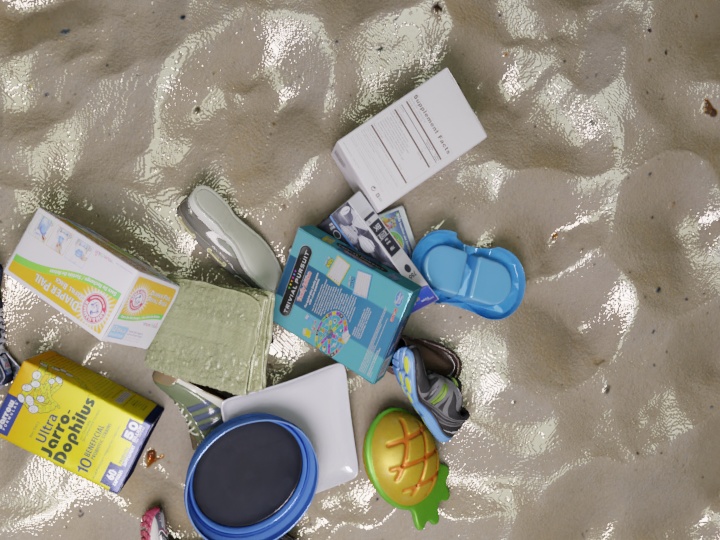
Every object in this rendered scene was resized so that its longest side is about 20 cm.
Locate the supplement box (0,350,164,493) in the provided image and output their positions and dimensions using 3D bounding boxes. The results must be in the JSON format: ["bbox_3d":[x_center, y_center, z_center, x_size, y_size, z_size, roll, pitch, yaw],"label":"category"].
[{"bbox_3d":[-0.403,0.215,1.002,0.197,0.109,0.111,28,87,-7],"label":"supplement box"}]

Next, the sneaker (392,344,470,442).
[{"bbox_3d":[0.109,0.177,1.052,0.082,0.071,0.201,-36,124,-5],"label":"sneaker"}]

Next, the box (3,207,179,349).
[{"bbox_3d":[-0.372,0.012,0.966,0.197,0.112,0.103,29,87,19],"label":"box"}]

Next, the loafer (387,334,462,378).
[{"bbox_3d":[0.069,0.138,1.083,0.195,0.071,0.075,15,89,-8],"label":"loafer"}]

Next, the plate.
[{"bbox_3d":[-0.105,0.253,1.049,0.196,0.032,0.205,-15,109,-22],"label":"plate"}]

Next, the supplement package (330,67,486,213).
[{"bbox_3d":[0.069,-0.191,1.053,0.198,0.121,0.121,-34,94,-6],"label":"supplement package"}]

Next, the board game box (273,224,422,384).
[{"bbox_3d":[-0.027,0.047,1.021,0.197,0.047,0.154,29,109,18],"label":"board game box"}]

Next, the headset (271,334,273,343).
[{"bbox_3d":[-0.227,0.091,1.032,0.194,0.094,0.127,7,90,4],"label":"headset"}]

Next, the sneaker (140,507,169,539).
[{"bbox_3d":[-0.277,0.449,1.045,0.073,0.080,0.205,-22,99,-25],"label":"sneaker"}]

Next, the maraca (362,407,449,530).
[{"bbox_3d":[0.075,0.305,1.070,0.201,0.106,0.138,53,52,-19],"label":"maraca"}]

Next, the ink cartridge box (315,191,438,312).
[{"bbox_3d":[0.023,-0.011,1.044,0.201,0.099,0.039,52,48,-5],"label":"ink cartridge box"}]

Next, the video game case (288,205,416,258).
[{"bbox_3d":[0.000,0.000,1.099,0.196,0.018,0.146,-21,93,-7],"label":"video game case"}]

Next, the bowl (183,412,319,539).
[{"bbox_3d":[-0.156,0.300,0.996,0.196,0.039,0.206,-7,108,-23],"label":"bowl"}]

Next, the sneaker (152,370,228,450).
[{"bbox_3d":[-0.238,0.226,1.044,0.197,0.067,0.091,31,82,-11],"label":"sneaker"}]

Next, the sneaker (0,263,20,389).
[{"bbox_3d":[-0.534,0.093,1.002,0.107,0.070,0.204,26,94,-2],"label":"sneaker"}]

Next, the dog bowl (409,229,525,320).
[{"bbox_3d":[0.163,0.008,1.095,0.195,0.049,0.114,17,84,-14],"label":"dog bowl"}]

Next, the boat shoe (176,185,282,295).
[{"bbox_3d":[-0.196,-0.035,1.051,0.060,0.073,0.203,-28,111,33],"label":"boat shoe"}]

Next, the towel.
[{"bbox_3d":[-0.214,0.089,0.984,0.195,0.036,0.152,8,85,19],"label":"towel"}]

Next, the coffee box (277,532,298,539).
[{"bbox_3d":[-0.186,0.466,1.011,0.196,0.079,0.116,-5,90,-35],"label":"coffee box"}]
